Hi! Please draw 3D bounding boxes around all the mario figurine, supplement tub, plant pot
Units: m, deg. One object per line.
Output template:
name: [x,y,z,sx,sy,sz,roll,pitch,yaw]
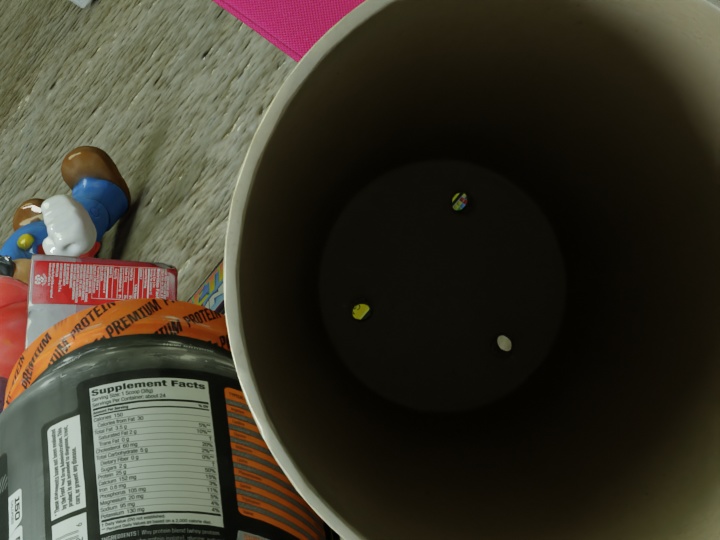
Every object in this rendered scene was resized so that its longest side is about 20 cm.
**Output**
mario figurine: [-0.198,-0.008,1.384,0.200,0.106,0.124,-77,-6,-61]
supplement tub: [-0.063,0.110,0.752,0.123,0.122,0.200,-45,33,27]
plant pot: [0.041,0.005,0.764,0.188,0.187,0.200,-58,6,-6]

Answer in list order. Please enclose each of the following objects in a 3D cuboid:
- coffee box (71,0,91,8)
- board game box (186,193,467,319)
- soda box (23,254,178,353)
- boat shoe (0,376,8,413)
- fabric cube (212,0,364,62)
coffee box: [-0.226,-0.372,1.875,0.198,0.200,0.200,-42,25,33]
board game box: [0.000,0.000,1.004,0.200,0.057,0.165,-50,19,19]
soda box: [-0.109,0.098,0.970,0.070,0.063,0.201,104,168,-67]
boat shoe: [-0.169,0.144,1.016,0.074,0.065,0.201,-12,-83,-76]
fabric cube: [0.007,-0.212,1.105,0.196,0.199,0.200,-48,21,18]
